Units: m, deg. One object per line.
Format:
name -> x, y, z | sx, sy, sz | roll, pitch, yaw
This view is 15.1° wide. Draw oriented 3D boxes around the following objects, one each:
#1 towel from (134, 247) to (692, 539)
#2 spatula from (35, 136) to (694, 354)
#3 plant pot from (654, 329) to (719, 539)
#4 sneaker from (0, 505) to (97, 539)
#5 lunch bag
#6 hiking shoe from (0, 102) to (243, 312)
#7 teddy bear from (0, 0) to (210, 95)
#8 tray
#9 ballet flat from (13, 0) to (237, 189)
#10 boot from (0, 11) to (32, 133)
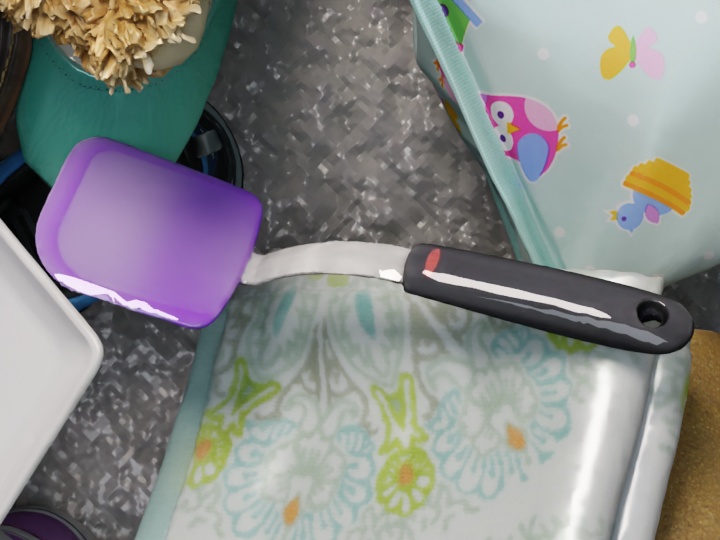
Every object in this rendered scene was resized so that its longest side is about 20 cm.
towel -> 0.005, 0.090, 0.822 | 0.171, 0.048, 0.201 | 2, 71, 39
spatula -> 0.000, 0.000, 0.796 | 0.199, 0.021, 0.057 | 10, 54, 18
plant pot -> 0.092, 0.127, 0.870 | 0.186, 0.186, 0.201 | -13, 77, 4
sneaker -> -0.085, 0.177, 0.902 | 0.073, 0.114, 0.201 | -33, 90, 3
lunch bag -> 0.095, -0.105, 0.878 | 0.170, 0.122, 0.201 | -23, 96, 5
hiking shoe -> -0.134, -0.001, 0.912 | 0.200, 0.087, 0.075 | -35, 89, 4
teddy bear -> -0.105, -0.117, 0.792 | 0.145, 0.067, 0.200 | -50, 52, 0
tray -> -0.151, 0.061, 0.867 | 0.107, 0.022, 0.200 | 48, 119, 25
ballet flat -> -0.063, -0.118, 0.848 | 0.067, 0.070, 0.201 | 18, 78, 3
boot -> -0.195, -0.041, 0.867 | 0.200, 0.097, 0.075 | -34, 61, 35
